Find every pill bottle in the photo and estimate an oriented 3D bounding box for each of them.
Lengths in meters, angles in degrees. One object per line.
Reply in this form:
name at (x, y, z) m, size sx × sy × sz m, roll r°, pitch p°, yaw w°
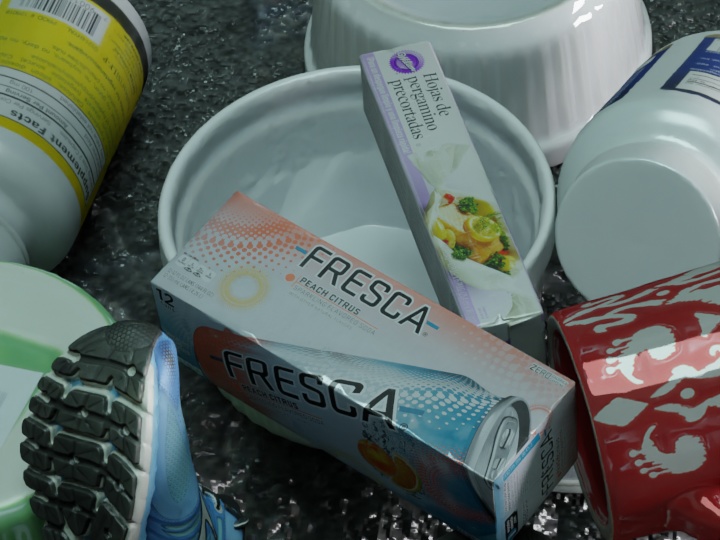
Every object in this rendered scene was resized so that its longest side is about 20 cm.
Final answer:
pill bottle at (0.162, -0.044, 1.495) m, size 0.111 × 0.111 × 0.200 m, roll 12°, pitch 22°, yaw 16°
pill bottle at (-0.191, -0.064, 1.593) m, size 0.111 × 0.112 × 0.200 m, roll 9°, pitch 48°, yaw 13°

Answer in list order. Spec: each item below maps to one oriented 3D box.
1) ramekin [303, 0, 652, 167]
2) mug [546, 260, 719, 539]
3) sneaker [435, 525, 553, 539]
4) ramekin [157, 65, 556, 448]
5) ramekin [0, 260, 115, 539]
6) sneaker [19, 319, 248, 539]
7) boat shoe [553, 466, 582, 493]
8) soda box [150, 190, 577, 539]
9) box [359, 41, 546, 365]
ramekin at (0.064, -0.152, 1.667) m, size 0.201 × 0.094 × 0.203 m, roll -2°, pitch 46°, yaw 3°
mug at (0.198, 0.057, 1.345) m, size 0.199 × 0.134 × 0.178 m, roll -13°, pitch 30°, yaw -4°
sneaker at (0.002, 0.182, 1.335) m, size 0.199 × 0.121 × 0.084 m, roll -3°, pitch 37°, yaw -41°
ramekin at (0.000, 0.000, 1.520) m, size 0.199 × 0.105 × 0.201 m, roll -2°, pitch 46°, yaw 2°
ramekin at (-0.193, 0.088, 1.457) m, size 0.199 × 0.098 × 0.200 m, roll -2°, pitch 46°, yaw 2°
sneaker at (-0.098, 0.108, 1.373) m, size 0.078 × 0.201 × 0.090 m, roll 26°, pitch 37°, yaw 37°
boat shoe at (0.162, 0.052, 1.484) m, size 0.201 × 0.065 × 0.075 m, roll -15°, pitch 47°, yaw -9°
soda box at (0.001, 0.045, 1.368) m, size 0.200 × 0.064 × 0.068 m, roll 29°, pitch 61°, yaw 25°
box at (0.043, -0.031, 1.446) m, size 0.039 × 0.042 × 0.200 m, roll -12°, pitch 46°, yaw -8°
